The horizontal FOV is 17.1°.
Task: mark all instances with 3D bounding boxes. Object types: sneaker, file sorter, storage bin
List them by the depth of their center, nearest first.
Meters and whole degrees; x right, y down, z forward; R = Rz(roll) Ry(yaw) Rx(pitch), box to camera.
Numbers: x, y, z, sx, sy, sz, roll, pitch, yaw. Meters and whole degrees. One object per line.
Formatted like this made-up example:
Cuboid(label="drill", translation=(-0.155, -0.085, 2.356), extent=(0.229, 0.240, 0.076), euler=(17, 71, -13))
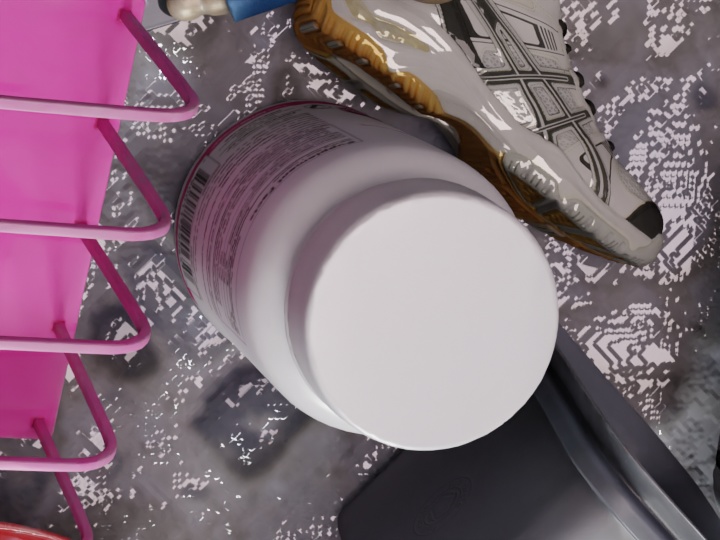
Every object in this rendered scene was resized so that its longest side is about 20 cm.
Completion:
Cuboid(label="file sorter", translation=(-0.153, 0.000, 0.900), extent=(0.139, 0.125, 0.200), euler=(4, 115, -24))
Cuboid(label="storage bin", translation=(0.078, 0.124, 0.996), extent=(0.134, 0.200, 0.146), euler=(-40, 109, 7))
Cuboid(label="sneaker", translation=(0.069, -0.080, 1.006), extent=(0.200, 0.076, 0.088), euler=(39, 78, -25))

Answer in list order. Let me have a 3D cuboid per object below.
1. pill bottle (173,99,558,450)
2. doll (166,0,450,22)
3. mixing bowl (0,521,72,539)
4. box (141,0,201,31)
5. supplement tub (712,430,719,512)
Cuboid(label="pill bottle", translation=(0.000, 0.000, 0.935), extent=(0.113, 0.200, 0.113), euler=(-3, 102, -15))
Cuboid(label="doll", translation=(-0.044, -0.155, 0.919), extent=(0.200, 0.048, 0.136), euler=(23, 110, -15))
Cuboid(label="mixing bowl", translation=(-0.164, 0.208, 0.964), extent=(0.200, 0.108, 0.200), euler=(5, 75, -20))
Cuboid(label="box", translation=(-0.138, -0.164, 0.946), extent=(0.200, 0.044, 0.160), euler=(-17, 105, -12))
Cuboid(label="supplement tub", translation=(0.230, 0.052, 1.042), extent=(0.140, 0.140, 0.200), euler=(3, 100, -16))
